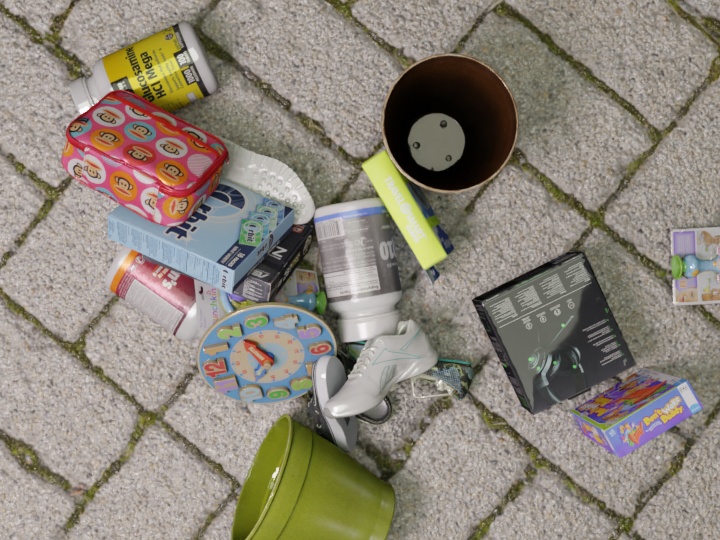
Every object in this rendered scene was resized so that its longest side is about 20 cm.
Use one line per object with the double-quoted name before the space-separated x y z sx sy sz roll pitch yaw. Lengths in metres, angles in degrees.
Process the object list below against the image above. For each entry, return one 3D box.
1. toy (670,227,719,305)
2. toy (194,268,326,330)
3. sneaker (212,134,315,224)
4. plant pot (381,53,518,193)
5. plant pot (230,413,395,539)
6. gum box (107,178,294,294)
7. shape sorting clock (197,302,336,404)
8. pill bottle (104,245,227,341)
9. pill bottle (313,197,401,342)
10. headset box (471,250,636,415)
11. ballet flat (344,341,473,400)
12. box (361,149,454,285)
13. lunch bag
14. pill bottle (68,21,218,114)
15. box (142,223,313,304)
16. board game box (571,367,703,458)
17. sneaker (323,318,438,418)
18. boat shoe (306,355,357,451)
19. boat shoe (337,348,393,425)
"toy" 0.574 -0.009 1.515 0.198 0.047 0.116 -3 92 -1
"toy" -0.139 0.034 1.449 0.199 0.047 0.116 9 58 -30
"sneaker" -0.148 -0.136 1.480 0.199 0.080 0.077 35 92 7
"plant pot" 0.117 -0.197 1.438 0.185 0.200 0.188 0 90 -2
"plant pot" -0.060 0.338 1.452 0.192 0.200 0.201 25 89 -14
"gum box" -0.218 -0.066 1.386 0.199 0.170 0.045 24 130 14
"shape sorting clock" -0.132 0.123 1.418 0.198 0.039 0.201 -3 132 -3
"pill bottle" -0.267 0.034 1.475 0.199 0.110 0.110 35 89 -1
"pill bottle" 0.000 0.000 1.478 0.113 0.114 0.201 -10 90 -1
"headset box" 0.289 0.097 1.494 0.173 0.093 0.201 -26 91 -1
"ballet flat" 0.071 0.154 1.496 0.199 0.074 0.075 10 90 -1
"box" 0.078 -0.081 1.473 0.047 0.122 0.201 -30 90 12
"lunch bag" -0.288 -0.161 1.374 0.199 0.176 0.082 28 130 4
"pill bottle" -0.319 -0.277 1.473 0.199 0.112 0.113 -25 90 -1
"box" -0.188 -0.039 1.438 0.199 0.161 0.049 20 129 11
"board game box" 0.393 0.201 1.442 0.134 0.200 0.045 -31 90 -1
"sneaker" 0.019 0.138 1.403 0.200 0.070 0.081 -33 104 -31
"boat shoe" -0.049 0.196 1.453 0.056 0.201 0.069 5 47 18
"boat shoe" -0.033 0.163 1.502 0.200 0.068 0.072 43 87 -2
